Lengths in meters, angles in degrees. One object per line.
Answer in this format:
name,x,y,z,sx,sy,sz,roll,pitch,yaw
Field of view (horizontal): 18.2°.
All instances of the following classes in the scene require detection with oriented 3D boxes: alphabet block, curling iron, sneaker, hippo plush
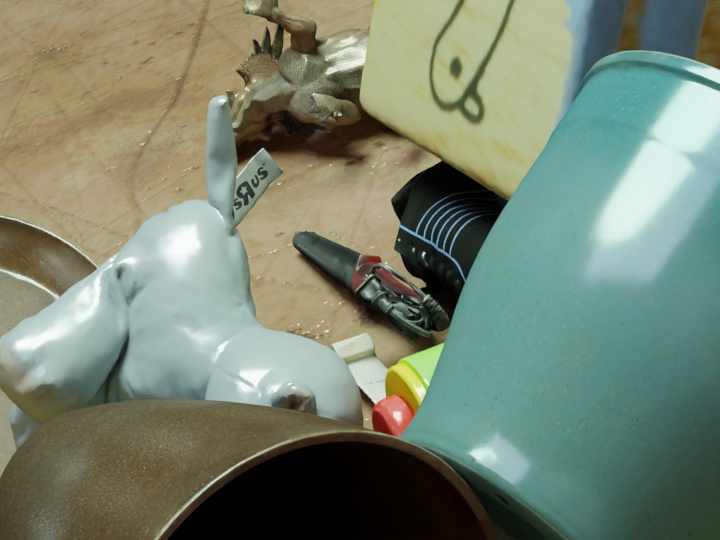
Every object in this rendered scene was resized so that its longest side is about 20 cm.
alphabet block,0.138,-0.139,1.140,0.195,0.197,0.200,2,18,-29
curling iron,0.000,0.000,1.213,0.026,0.050,0.200,-51,21,-1
sneaker,0.060,-0.003,1.169,0.077,0.070,0.200,-23,24,8
hippo plush,-0.063,0.060,1.113,0.200,0.159,0.161,-46,64,-4

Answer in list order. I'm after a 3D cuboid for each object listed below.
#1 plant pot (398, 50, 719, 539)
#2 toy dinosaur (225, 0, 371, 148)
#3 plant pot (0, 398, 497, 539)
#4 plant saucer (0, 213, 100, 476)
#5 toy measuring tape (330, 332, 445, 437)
plant pot,0.121,0.046,0.940,0.200,0.200,0.188,20,66,50
toy dinosaur,-0.003,-0.124,1.394,0.198,0.087,0.136,-4,-4,2
plant pot,-0.071,0.129,0.935,0.187,0.188,0.200,-36,30,-20
plant saucer,-0.222,0.052,1.228,0.199,0.035,0.201,4,50,-5
toy measuring tape,0.027,0.055,1.087,0.073,0.074,0.200,-29,31,-9
